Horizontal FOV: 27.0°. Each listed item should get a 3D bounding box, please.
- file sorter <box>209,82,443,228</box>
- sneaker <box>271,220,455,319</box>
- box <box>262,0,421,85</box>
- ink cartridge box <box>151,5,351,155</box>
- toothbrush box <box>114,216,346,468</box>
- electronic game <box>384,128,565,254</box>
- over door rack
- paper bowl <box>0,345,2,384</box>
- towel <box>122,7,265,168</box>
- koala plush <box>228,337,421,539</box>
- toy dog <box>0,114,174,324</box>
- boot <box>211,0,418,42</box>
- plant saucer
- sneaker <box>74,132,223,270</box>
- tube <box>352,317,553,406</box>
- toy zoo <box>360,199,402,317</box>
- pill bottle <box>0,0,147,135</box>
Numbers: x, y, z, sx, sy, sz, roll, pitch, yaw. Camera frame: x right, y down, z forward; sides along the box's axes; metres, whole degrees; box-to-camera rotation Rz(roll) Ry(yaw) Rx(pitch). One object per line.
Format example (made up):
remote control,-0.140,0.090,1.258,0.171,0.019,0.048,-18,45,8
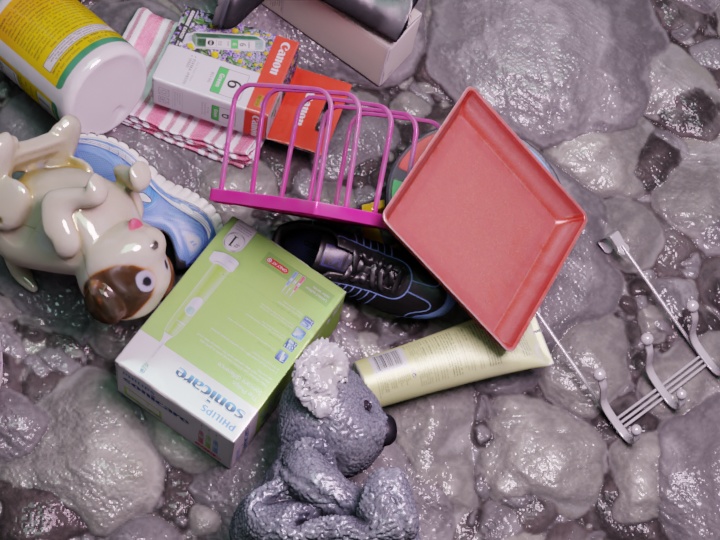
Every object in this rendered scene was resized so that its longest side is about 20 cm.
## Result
file sorter,-0.027,-0.112,1.509,0.139,0.200,0.126,10,91,37
sneaker,0.000,0.000,1.545,0.199,0.078,0.070,19,92,16
box,-0.032,-0.306,1.709,0.200,0.082,0.068,37,64,9
ink cartridge box,-0.116,-0.207,1.635,0.199,0.050,0.109,18,61,3
toothbrush box,-0.130,0.071,1.511,0.145,0.086,0.200,33,64,8
electronic game,0.125,-0.071,1.613,0.199,0.042,0.201,3,64,-6
over door rack,0.276,0.062,1.578,0.147,0.067,0.200,-32,72,-21
paper bowl,-0.448,0.091,1.450,0.200,0.104,0.202,3,64,-5
towel,-0.187,-0.208,1.669,0.199,0.030,0.147,21,63,3
koala plush,-0.034,0.176,1.430,0.183,0.177,0.201,-2,68,3
toy dog,-0.276,-0.030,1.477,0.200,0.194,0.139,34,21,18
boot,-0.042,-0.300,1.631,0.199,0.066,0.165,26,85,-7
plant saucer,0.122,-0.051,1.524,0.200,0.037,0.200,46,56,-19
sneaker,-0.246,-0.070,1.568,0.199,0.079,0.089,31,62,8
tube,0.093,0.091,1.534,0.199,0.058,0.052,-18,23,-10
toy zoo,0.083,-0.026,1.621,0.199,0.020,0.132,-12,67,-13
pill bottle,-0.332,-0.242,1.613,0.113,0.113,0.200,-40,63,-22
